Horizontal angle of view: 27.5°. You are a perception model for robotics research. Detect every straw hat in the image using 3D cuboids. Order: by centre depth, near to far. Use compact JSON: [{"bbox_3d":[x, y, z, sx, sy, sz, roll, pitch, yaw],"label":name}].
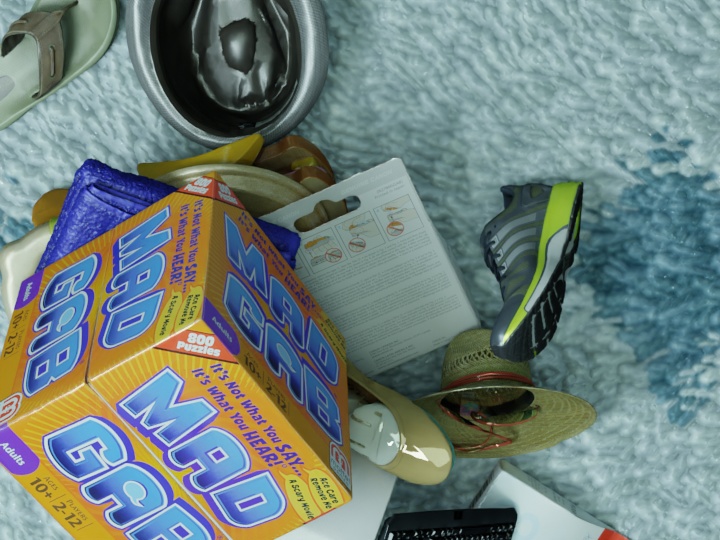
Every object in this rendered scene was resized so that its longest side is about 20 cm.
[{"bbox_3d":[0.111,0.099,1.314,0.199,0.201,0.086,-2,65,5],"label":"straw hat"}]

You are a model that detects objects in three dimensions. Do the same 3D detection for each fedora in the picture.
[{"bbox_3d":[-0.113,-0.209,1.299,0.175,0.090,0.202,-13,108,9],"label":"fedora"}]

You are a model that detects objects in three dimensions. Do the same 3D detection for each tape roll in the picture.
[{"bbox_3d":[-0.058,0.224,1.309,0.138,0.203,0.204,21,100,1],"label":"tape roll"}]

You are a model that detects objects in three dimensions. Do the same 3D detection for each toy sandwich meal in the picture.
[{"bbox_3d":[-0.113,-0.054,1.311,0.203,0.206,0.071,-5,56,5],"label":"toy sandwich meal"}]

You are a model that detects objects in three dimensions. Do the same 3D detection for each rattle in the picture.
[{"bbox_3d":[-0.249,0.040,1.331,0.130,0.143,0.201,-36,112,-20],"label":"rattle"}]

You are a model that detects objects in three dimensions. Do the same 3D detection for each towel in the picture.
[{"bbox_3d":[-0.164,0.004,1.233,0.198,0.050,0.149,20,112,-16],"label":"towel"}]

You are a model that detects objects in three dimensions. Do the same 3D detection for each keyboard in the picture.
[{"bbox_3d":[0.076,0.260,1.271,0.039,0.199,0.105,28,103,38],"label":"keyboard"}]

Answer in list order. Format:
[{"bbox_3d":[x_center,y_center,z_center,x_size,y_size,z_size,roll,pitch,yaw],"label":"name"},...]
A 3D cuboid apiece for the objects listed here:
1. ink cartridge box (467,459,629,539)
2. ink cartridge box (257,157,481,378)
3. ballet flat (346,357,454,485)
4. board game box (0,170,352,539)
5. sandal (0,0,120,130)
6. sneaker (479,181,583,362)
[{"bbox_3d":[0.172,0.298,1.381,0.199,0.047,0.161,32,99,1],"label":"ink cartridge box"},{"bbox_3d":[0.000,0.000,1.310,0.160,0.050,0.201,-23,120,8],"label":"ink cartridge box"},{"bbox_3d":[-0.004,0.123,1.244,0.200,0.063,0.069,34,115,43],"label":"ballet flat"},{"bbox_3d":[-0.143,0.090,1.145,0.199,0.201,0.200,-28,121,16],"label":"board game box"},{"bbox_3d":[-0.295,-0.193,1.332,0.201,0.057,0.080,-43,94,9],"label":"sandal"},{"bbox_3d":[0.140,-0.001,1.286,0.080,0.201,0.074,7,136,19],"label":"sneaker"}]
